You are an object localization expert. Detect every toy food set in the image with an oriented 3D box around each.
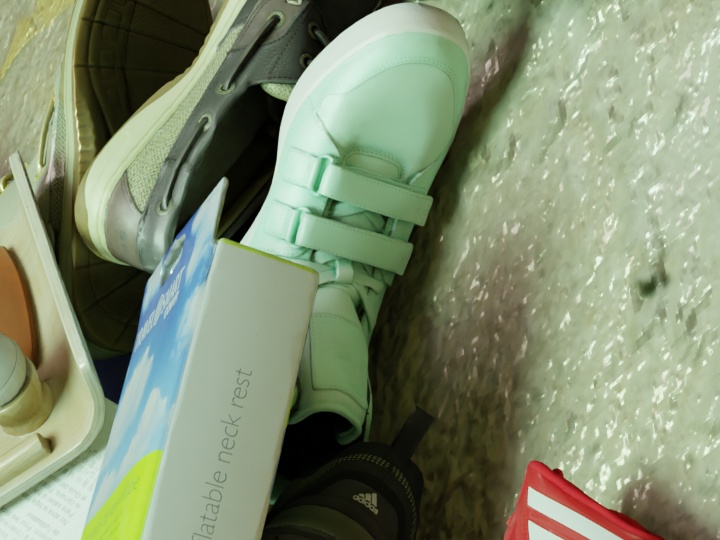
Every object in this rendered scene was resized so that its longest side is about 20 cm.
[{"bbox_3d":[-0.205,0.051,1.081,0.200,0.060,0.144,-32,44,6],"label":"toy food set"}]

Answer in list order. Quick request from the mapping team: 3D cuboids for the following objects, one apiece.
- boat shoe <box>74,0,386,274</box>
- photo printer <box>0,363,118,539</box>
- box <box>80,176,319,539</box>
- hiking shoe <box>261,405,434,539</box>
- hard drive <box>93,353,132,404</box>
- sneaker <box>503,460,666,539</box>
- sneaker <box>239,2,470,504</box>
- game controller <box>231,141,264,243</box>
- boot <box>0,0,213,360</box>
[{"bbox_3d":[-0.035,-0.075,1.102,0.065,0.073,0.200,29,77,39],"label":"boat shoe"},{"bbox_3d":[-0.155,0.140,1.075,0.166,0.069,0.200,25,71,39],"label":"photo printer"},{"bbox_3d":[-0.067,0.081,0.937,0.122,0.048,0.200,134,152,-63],"label":"box"},{"bbox_3d":[-0.018,0.130,1.004,0.101,0.076,0.200,-48,-4,-35],"label":"hiking shoe"},{"bbox_3d":[-0.123,0.097,1.203,0.200,0.025,0.132,-14,75,56],"label":"hard drive"},{"bbox_3d":[0.048,0.136,0.900,0.200,0.078,0.116,-22,42,50],"label":"sneaker"},{"bbox_3d":[0.000,0.000,1.026,0.201,0.074,0.118,-61,31,27],"label":"sneaker"},{"bbox_3d":[-0.084,-0.048,1.220,0.104,0.042,0.200,-61,31,19],"label":"game controller"},{"bbox_3d":[-0.136,-0.046,1.194,0.155,0.072,0.200,-22,59,54],"label":"boot"}]
